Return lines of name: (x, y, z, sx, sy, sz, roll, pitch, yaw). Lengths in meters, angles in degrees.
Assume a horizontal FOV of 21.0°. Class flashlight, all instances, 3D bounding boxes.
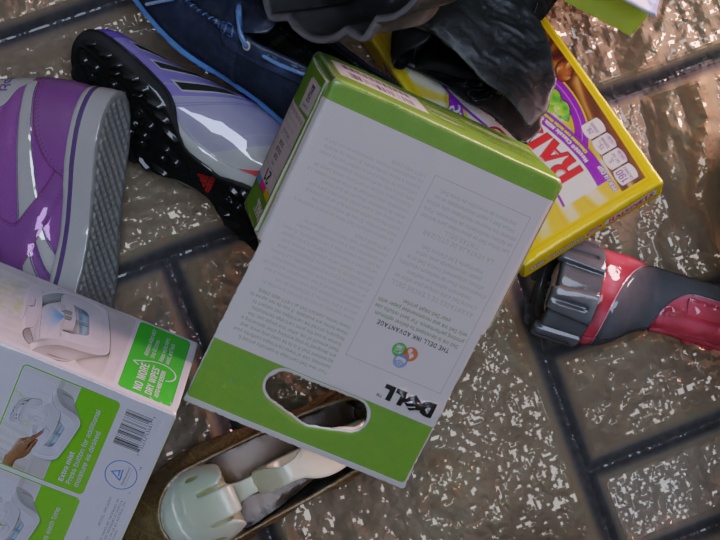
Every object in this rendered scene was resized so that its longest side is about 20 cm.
flashlight: (0.204, 0.035, 1.199, 0.199, 0.068, 0.068, 18, 100, -8)

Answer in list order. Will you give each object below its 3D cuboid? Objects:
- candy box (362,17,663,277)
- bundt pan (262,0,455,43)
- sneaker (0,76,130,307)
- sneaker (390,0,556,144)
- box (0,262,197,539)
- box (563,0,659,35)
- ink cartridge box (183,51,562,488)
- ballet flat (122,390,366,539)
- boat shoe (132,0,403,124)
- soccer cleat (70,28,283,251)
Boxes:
candy box: (0.087, -0.103, 1.180, 0.102, 0.026, 0.200, -32, 74, -7)
bundt pan: (0.012, -0.225, 1.073, 0.076, 0.201, 0.203, -4, 87, -44)
sneaker: (-0.204, -0.015, 1.148, 0.114, 0.073, 0.202, 8, 91, 12)
sneaker: (0.042, -0.166, 1.156, 0.199, 0.060, 0.104, 32, 68, 7)
box: (-0.211, 0.108, 1.076, 0.176, 0.097, 0.201, 22, 112, -6)
box: (0.134, -0.229, 1.162, 0.122, 0.048, 0.201, 26, 50, -7)
ink cartridge box: (0.000, 0.000, 1.101, 0.147, 0.076, 0.201, 23, 103, -16)
ballet flat: (-0.058, 0.124, 1.151, 0.199, 0.072, 0.068, -24, 92, -9)
boat shoe: (-0.050, -0.146, 1.153, 0.200, 0.069, 0.084, 35, 44, 1)
soccer cleat: (-0.086, -0.083, 1.170, 0.200, 0.068, 0.073, 39, 54, 3)
